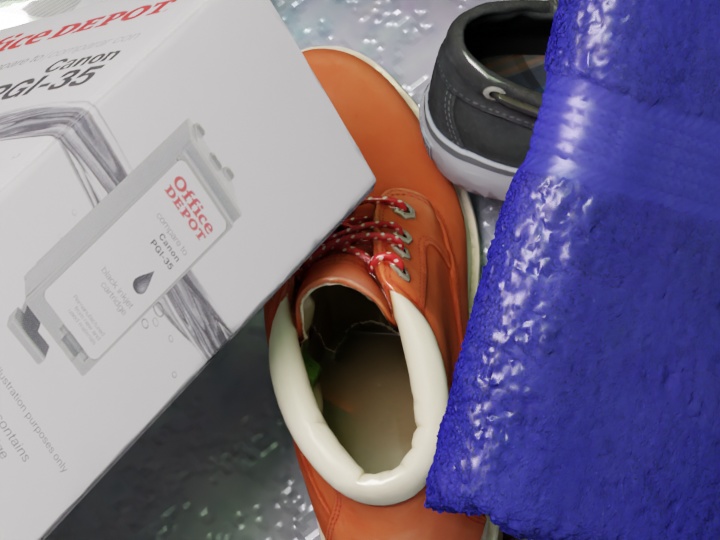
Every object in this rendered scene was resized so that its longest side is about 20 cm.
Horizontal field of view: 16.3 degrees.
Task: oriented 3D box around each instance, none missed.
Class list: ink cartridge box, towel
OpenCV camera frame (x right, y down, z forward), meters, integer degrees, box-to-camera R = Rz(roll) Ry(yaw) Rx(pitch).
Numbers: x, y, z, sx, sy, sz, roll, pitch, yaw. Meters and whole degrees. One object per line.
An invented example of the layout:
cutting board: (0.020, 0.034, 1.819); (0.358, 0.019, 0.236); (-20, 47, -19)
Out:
ink cartridge box: (-0.114, 0.008, 0.710); (0.146, 0.083, 0.200); (-8, 31, 46)
towel: (0.100, -0.015, 0.736); (0.050, 0.148, 0.200); (21, 96, 59)

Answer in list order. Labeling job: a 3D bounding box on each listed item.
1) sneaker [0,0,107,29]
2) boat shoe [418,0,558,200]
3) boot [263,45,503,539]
sneaker: (-0.075, -0.079, 0.870); (0.200, 0.076, 0.115); (-19, 80, -2)
boat shoe: (0.119, -0.052, 0.800); (0.200, 0.057, 0.069); (1, 58, -2)
boot: (0.000, 0.000, 0.788); (0.075, 0.107, 0.200); (-16, 62, 5)
